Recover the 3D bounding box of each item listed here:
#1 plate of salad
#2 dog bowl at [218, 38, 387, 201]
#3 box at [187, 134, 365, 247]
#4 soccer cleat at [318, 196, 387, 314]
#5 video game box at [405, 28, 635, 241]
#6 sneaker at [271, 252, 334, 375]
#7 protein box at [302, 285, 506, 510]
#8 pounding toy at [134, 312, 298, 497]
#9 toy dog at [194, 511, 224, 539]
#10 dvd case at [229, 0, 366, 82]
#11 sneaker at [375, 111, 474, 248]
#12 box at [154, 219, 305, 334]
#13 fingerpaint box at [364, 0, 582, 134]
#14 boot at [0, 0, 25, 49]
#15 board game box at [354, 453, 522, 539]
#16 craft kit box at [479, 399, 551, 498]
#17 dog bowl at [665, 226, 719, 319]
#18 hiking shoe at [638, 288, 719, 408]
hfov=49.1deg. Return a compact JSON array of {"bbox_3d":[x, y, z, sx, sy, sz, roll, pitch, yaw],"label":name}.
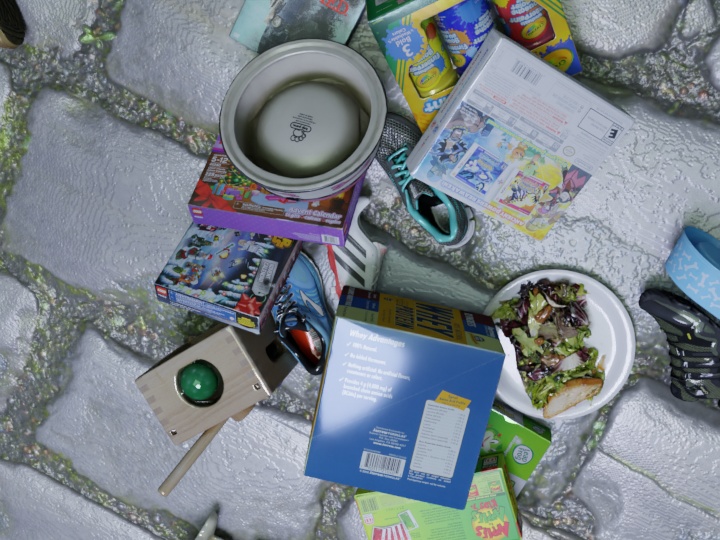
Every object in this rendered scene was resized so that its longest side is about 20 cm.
[{"bbox_3d":[0.247,0.099,1.003,0.199,0.048,0.201,3,103,12],"label":"plate of salad"},{"bbox_3d":[-0.063,-0.171,0.941,0.199,0.074,0.201,-2,71,7],"label":"dog bowl"},{"bbox_3d":[-0.100,-0.109,0.993,0.199,0.137,0.039,9,146,10],"label":"box"},{"bbox_3d":[0.000,0.000,1.027,0.085,0.069,0.201,-14,98,6],"label":"soccer cleat"},{"bbox_3d":[0.183,-0.149,0.912,0.199,0.047,0.183,24,114,-22],"label":"video game box"},{"bbox_3d":[-0.083,0.050,1.041,0.078,0.090,0.201,-31,91,16],"label":"sneaker"},{"bbox_3d":[0.050,0.148,0.953,0.197,0.135,0.201,12,104,0],"label":"protein box"},{"bbox_3d":[-0.186,0.156,1.029,0.184,0.200,0.143,-30,95,16],"label":"pounding toy"},{"bbox_3d":[-0.184,0.487,1.135,0.199,0.140,0.194,31,119,4],"label":"toy dog"},{"bbox_3d":[-0.062,-0.349,0.988,0.146,0.022,0.201,32,106,4],"label":"dvd case"},{"bbox_3d":[0.073,-0.113,0.972,0.077,0.091,0.200,-37,92,16],"label":"sneaker"},{"bbox_3d":[-0.151,-0.027,0.993,0.136,0.201,0.040,17,143,7],"label":"box"},{"bbox_3d":[0.130,-0.268,0.900,0.199,0.074,0.167,-21,127,15],"label":"fingerpaint box"},{"bbox_3d":[-0.572,-0.340,1.081,0.199,0.066,0.176,-26,83,15],"label":"boot"},{"bbox_3d":[0.103,0.314,1.037,0.199,0.048,0.102,-15,99,15],"label":"board game box"},{"bbox_3d":[0.123,0.253,1.066,0.197,0.049,0.201,28,106,2],"label":"craft kit box"},{"bbox_3d":[0.443,0.030,0.918,0.200,0.112,0.050,36,120,3],"label":"dog bowl"},{"bbox_3d":[0.405,0.108,0.956,0.200,0.076,0.101,40,103,1],"label":"hiking shoe"}]
